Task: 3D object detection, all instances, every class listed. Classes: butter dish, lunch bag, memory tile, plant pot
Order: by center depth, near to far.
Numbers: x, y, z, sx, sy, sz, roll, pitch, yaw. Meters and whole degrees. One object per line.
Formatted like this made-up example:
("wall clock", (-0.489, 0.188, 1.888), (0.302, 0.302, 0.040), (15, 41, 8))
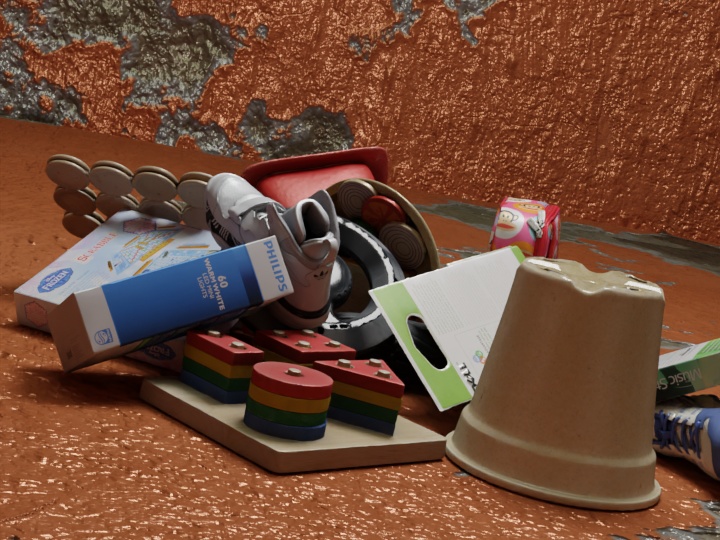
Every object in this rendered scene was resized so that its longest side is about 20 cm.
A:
("plant pot", (0.189, 0.091, 1.295), (0.199, 0.185, 0.200), (11, 10, -2))
("memory tile", (-0.242, -0.071, 1.597), (0.199, 0.017, 0.154), (9, -31, 7))
("lunch bag", (0.173, 0.021, 1.656), (0.081, 0.201, 0.176), (11, 12, 11))
("butter dish", (-0.043, -0.030, 1.763), (0.199, 0.200, 0.148), (-9, 38, -21))

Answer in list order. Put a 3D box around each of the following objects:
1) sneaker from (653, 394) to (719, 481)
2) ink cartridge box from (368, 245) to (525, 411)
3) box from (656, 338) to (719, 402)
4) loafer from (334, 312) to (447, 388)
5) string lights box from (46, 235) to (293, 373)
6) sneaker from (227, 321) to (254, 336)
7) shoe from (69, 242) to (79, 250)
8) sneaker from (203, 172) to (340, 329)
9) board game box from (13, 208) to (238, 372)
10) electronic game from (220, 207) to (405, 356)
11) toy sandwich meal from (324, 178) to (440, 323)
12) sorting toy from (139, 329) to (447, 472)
("sneaker", (0.319, 0.164, 1.411), (0.087, 0.076, 0.200), (2, 1, 1))
("ink cartridge box", (0.106, 0.071, 1.449), (0.199, 0.076, 0.148), (-15, 64, -35))
("box", (0.302, 0.111, 1.480), (0.199, 0.037, 0.144), (-20, -3, 22))
("loafer", (0.053, 0.088, 1.518), (0.199, 0.068, 0.070), (17, 10, -12))
("string lights box", (-0.172, 0.031, 1.315), (0.199, 0.059, 0.103), (-18, -5, -29))
("sneaker", (-0.114, 0.054, 1.558), (0.108, 0.067, 0.201), (-31, 58, -21))
("shoe", (-0.244, -0.005, 1.705), (0.199, 0.072, 0.091), (-2, 18, -42))
("sneaker", (-0.081, -0.048, 1.402), (0.075, 0.115, 0.200), (-16, 54, -32))
("board game box", (-0.215, 0.016, 1.489), (0.198, 0.041, 0.200), (15, 33, 21))
("electronic game", (-0.047, 0.010, 1.472), (0.199, 0.042, 0.201), (11, 45, -11))
("toy sandwich meal", (0.000, 0.000, 1.594), (0.204, 0.206, 0.070), (17, 29, 32))
("sorting toy", (-0.054, 0.106, 1.273), (0.199, 0.070, 0.198), (3, 13, -44))
